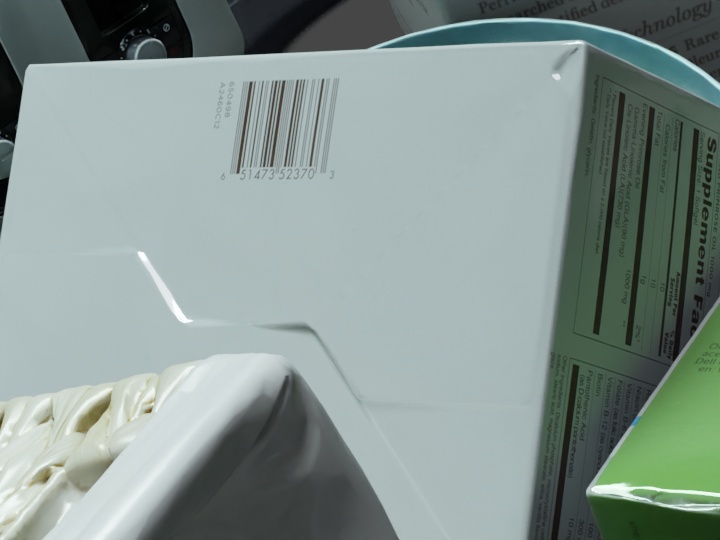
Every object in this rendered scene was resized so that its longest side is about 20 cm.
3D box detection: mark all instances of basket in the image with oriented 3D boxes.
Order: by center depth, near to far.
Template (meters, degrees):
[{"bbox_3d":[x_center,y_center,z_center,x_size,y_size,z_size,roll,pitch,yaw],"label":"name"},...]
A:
[{"bbox_3d":[-0.053,0.136,0.665,0.123,0.200,0.136,-7,31,38],"label":"basket"}]

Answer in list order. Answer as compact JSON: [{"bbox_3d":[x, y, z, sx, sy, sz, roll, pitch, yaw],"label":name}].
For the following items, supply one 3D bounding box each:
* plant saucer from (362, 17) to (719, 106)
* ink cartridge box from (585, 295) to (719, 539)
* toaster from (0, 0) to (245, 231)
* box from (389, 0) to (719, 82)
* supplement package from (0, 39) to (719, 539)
[{"bbox_3d":[0.041,-0.003,0.958,0.200,0.027,0.200,-7,48,8],"label":"plant saucer"},{"bbox_3d":[0.140,0.041,0.789,0.059,0.104,0.200,1,36,34],"label":"ink cartridge box"},{"bbox_3d":[-0.179,-0.103,1.242,0.181,0.119,0.200,-36,31,-27],"label":"toaster"},{"bbox_3d":[0.096,-0.172,1.117,0.200,0.171,0.199,-22,28,-2],"label":"box"},{"bbox_3d":[0.002,0.025,0.823,0.200,0.111,0.156,1,79,38],"label":"supplement package"}]
